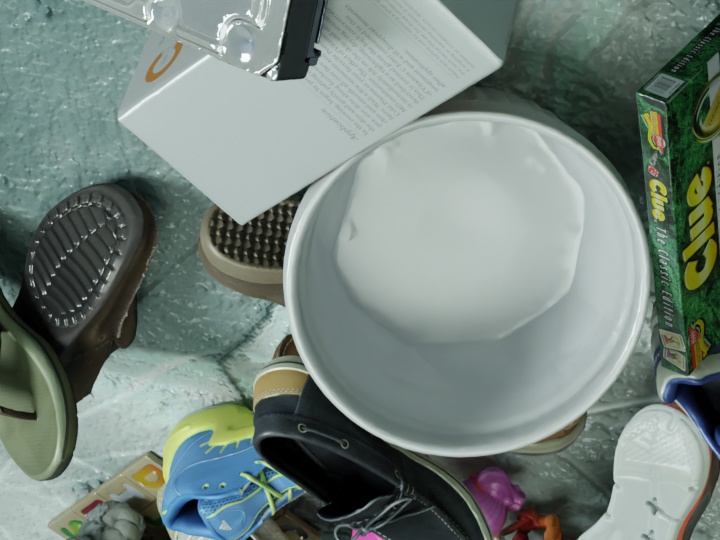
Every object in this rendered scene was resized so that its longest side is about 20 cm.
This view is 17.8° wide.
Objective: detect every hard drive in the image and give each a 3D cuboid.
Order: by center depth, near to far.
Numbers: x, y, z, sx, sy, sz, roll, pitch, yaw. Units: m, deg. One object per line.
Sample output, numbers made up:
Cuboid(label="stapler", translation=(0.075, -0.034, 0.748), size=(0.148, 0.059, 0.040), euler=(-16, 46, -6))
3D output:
Cuboid(label="hard drive", translation=(-0.093, -0.189, 1.132), size=(0.199, 0.038, 0.140), euler=(26, 113, 32))

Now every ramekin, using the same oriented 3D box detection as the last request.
Cuboid(label="ramekin", translation=(0.056, -0.008, 1.275), size=(0.199, 0.105, 0.201), euler=(0, 110, -1))

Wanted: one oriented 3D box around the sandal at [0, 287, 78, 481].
Cuboid(label="sandal", translation=(-0.245, 0.048, 1.440), size=(0.201, 0.057, 0.080), euler=(57, 134, 11))

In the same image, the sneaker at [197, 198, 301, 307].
Cuboid(label="sneaker", translation=(0.000, 0.000, 1.389), size=(0.199, 0.071, 0.076), euler=(17, 162, -2))

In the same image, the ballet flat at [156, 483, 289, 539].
Cuboid(label="ballet flat", translation=(-0.071, 0.206, 1.544), size=(0.200, 0.062, 0.068), euler=(39, 111, 18))

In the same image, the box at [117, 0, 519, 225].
Cuboid(label="box", translation=(-0.016, -0.132, 1.202), size=(0.097, 0.125, 0.200), euler=(41, 133, -24))

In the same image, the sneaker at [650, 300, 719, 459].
Cuboid(label="sneaker", translation=(0.243, 0.094, 1.375), size=(0.200, 0.088, 0.075), euler=(36, 132, -20))

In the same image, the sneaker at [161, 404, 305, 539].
Cuboid(label="sneaker", translation=(-0.047, 0.133, 1.494), size=(0.199, 0.105, 0.076), euler=(-16, 128, 31))

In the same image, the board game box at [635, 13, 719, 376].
Cuboid(label="board game box", translation=(0.193, -0.045, 1.240), size=(0.023, 0.105, 0.201), euler=(28, 146, 35))

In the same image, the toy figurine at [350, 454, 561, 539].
Cuboid(label="toy figurine", translation=(0.077, 0.198, 1.522), size=(0.199, 0.150, 0.184), euler=(-26, 115, 10))

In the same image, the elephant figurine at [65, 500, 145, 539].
Cuboid(label="elephant figurine", translation=(-0.127, 0.263, 1.613), size=(0.199, 0.155, 0.142), euler=(24, 124, 6))

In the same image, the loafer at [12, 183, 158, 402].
Cuboid(label="loafer", translation=(-0.175, 0.018, 1.460), size=(0.073, 0.071, 0.200), euler=(56, 133, 23))

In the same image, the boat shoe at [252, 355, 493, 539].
Cuboid(label="boat shoe", translation=(0.004, 0.133, 1.401), size=(0.074, 0.062, 0.200), euler=(-23, 125, 37))

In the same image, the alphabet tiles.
Cuboid(label="alphabet tiles", translation=(-0.126, 0.204, 1.664), size=(0.166, 0.006, 0.200), euler=(37, 133, -19))

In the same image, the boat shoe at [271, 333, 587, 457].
Cuboid(label="boat shoe", translation=(0.044, 0.062, 1.410), size=(0.199, 0.076, 0.072), euler=(6, 154, -2))

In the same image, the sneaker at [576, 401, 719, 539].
Cuboid(label="sneaker", translation=(0.187, 0.161, 1.448), size=(0.077, 0.082, 0.201), euler=(36, 126, 21))
